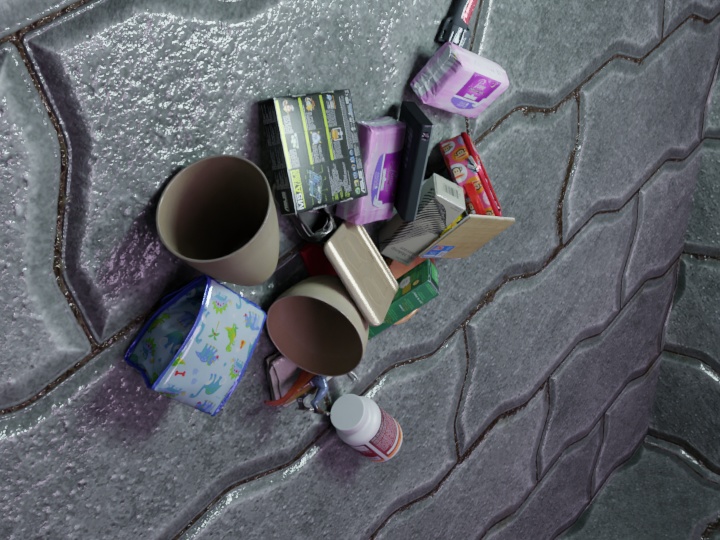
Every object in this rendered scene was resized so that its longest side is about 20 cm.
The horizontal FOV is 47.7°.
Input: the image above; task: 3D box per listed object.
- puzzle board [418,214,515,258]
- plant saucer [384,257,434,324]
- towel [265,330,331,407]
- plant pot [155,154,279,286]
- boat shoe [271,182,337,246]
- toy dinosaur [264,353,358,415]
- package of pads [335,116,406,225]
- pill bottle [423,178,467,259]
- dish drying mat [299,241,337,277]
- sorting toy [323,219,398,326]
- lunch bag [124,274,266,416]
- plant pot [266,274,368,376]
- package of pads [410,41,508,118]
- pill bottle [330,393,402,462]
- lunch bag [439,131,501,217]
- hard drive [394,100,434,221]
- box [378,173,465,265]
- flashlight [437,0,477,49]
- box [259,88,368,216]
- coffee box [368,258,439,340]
[{"bbox_3d":[0.228,-0.073,1.739,0.150,0.018,0.199,-38,158,31],"label":"puzzle board"},{"bbox_3d":[0.094,0.023,1.848,0.199,0.037,0.202,-27,128,-40],"label":"plant saucer"},{"bbox_3d":[-0.107,0.190,1.681,0.199,0.034,0.133,-32,133,-30],"label":"towel"},{"bbox_3d":[-0.206,-0.055,1.332,0.188,0.186,0.200,-54,156,-14],"label":"plant pot"},{"bbox_3d":[-0.092,-0.099,1.517,0.067,0.057,0.200,-57,138,-12],"label":"boat shoe"},{"bbox_3d":[-0.073,0.195,1.634,0.199,0.105,0.183,15,80,-37],"label":"toy dinosaur"},{"bbox_3d":[0.021,-0.198,1.600,0.120,0.075,0.202,-16,122,-46],"label":"package of pads"},{"bbox_3d":[0.186,-0.109,1.826,0.110,0.109,0.200,-55,142,-14],"label":"pill bottle"},{"bbox_3d":[-0.067,0.010,1.655,0.077,0.018,0.201,-45,139,-24],"label":"dish drying mat"},{"bbox_3d":[0.000,0.000,1.575,0.186,0.036,0.200,58,22,-9],"label":"sorting toy"},{"bbox_3d":[-0.268,0.118,1.376,0.201,0.127,0.170,-53,142,-1],"label":"lunch bag"},{"bbox_3d":[-0.066,0.086,1.579,0.135,0.198,0.202,-60,150,-47],"label":"plant pot"},{"bbox_3d":[0.207,-0.389,1.678,0.120,0.076,0.199,-41,155,31],"label":"package of pads"},{"bbox_3d":[0.012,0.358,1.868,0.113,0.112,0.200,-56,143,-12],"label":"pill bottle"},{"bbox_3d":[0.244,-0.185,1.787,0.081,0.177,0.201,-23,129,10],"label":"lunch bag"},{"bbox_3d":[0.095,-0.218,1.623,0.033,0.140,0.202,1,119,-16],"label":"hard drive"},{"bbox_3d":[0.125,-0.103,1.686,0.082,0.069,0.200,22,132,-24],"label":"box"},{"bbox_3d":[0.230,-0.550,1.671,0.068,0.067,0.202,17,95,-55],"label":"flashlight"},{"bbox_3d":[-0.078,-0.212,1.442,0.192,0.047,0.202,-20,103,-43],"label":"box"},{"bbox_3d":[0.074,0.064,1.704,0.199,0.123,0.044,-34,106,16],"label":"coffee box"}]
